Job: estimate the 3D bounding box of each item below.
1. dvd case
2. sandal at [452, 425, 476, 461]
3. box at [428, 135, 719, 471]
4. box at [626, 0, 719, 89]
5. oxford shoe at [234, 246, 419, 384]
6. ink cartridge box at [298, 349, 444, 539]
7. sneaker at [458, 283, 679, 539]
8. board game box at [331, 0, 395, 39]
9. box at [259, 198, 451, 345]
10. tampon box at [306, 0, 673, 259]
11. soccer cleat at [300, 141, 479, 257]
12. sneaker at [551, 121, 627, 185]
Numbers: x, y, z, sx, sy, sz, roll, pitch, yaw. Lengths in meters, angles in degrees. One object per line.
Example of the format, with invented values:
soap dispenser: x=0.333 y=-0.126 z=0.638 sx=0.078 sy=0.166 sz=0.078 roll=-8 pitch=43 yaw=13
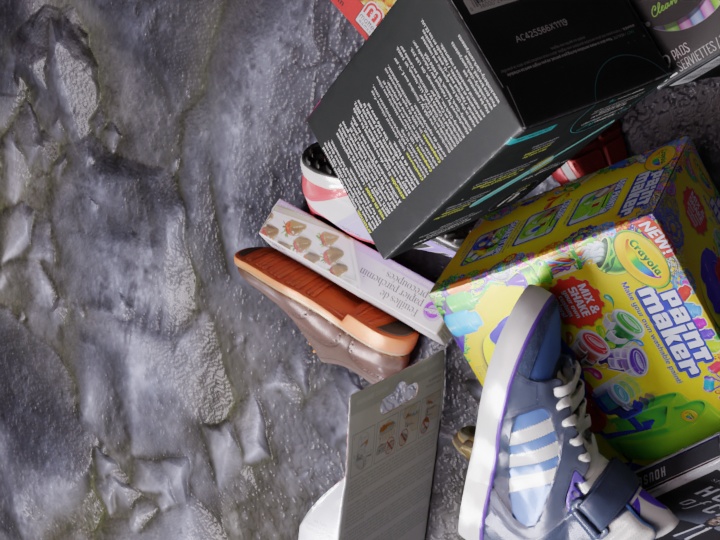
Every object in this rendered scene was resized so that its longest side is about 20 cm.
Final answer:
dvd case: x=0.250 y=0.178 z=0.968 sx=0.200 sy=0.149 sz=0.025 roll=-40 pitch=38 yaw=50
sandal: x=0.118 y=0.147 z=1.064 sx=0.054 sy=0.200 sz=0.080 roll=-45 pitch=82 yaw=-2
box: x=0.191 y=0.041 z=0.975 sx=0.191 sy=0.122 sz=0.201 roll=-22 pitch=108 yaw=36
box: x=0.239 y=-0.251 z=0.906 sx=0.148 sy=0.124 sz=0.202 roll=-30 pitch=83 yaw=37
oxford shoe: x=-0.041 y=0.043 z=1.210 sx=0.199 sy=0.071 sz=0.074 roll=31 pitch=122 yaw=25
ink cartridge box: x=0.009 y=0.177 z=1.147 sx=0.047 sy=0.159 sz=0.203 roll=14 pitch=108 yaw=30
sneaker: x=0.154 y=0.121 z=0.901 sx=0.145 sy=0.080 sz=0.203 roll=17 pitch=110 yaw=17
board game box: x=0.027 y=-0.314 z=1.091 sx=0.152 sy=0.046 sz=0.201 roll=49 pitch=123 yaw=16
box: x=0.000 y=0.000 z=1.173 sx=0.198 sy=0.041 sz=0.039 roll=29 pitch=83 yaw=24
tampon box: x=0.083 y=-0.123 z=0.924 sx=0.127 sy=0.149 sz=0.200 roll=61 pitch=146 yaw=9
soccer cleat: x=0.034 y=-0.048 z=1.146 sx=0.198 sy=0.068 sz=0.074 roll=25 pitch=138 yaw=24
sneaker: x=0.128 y=-0.121 z=1.063 sx=0.115 sy=0.078 sz=0.202 roll=-40 pitch=75 yaw=51
